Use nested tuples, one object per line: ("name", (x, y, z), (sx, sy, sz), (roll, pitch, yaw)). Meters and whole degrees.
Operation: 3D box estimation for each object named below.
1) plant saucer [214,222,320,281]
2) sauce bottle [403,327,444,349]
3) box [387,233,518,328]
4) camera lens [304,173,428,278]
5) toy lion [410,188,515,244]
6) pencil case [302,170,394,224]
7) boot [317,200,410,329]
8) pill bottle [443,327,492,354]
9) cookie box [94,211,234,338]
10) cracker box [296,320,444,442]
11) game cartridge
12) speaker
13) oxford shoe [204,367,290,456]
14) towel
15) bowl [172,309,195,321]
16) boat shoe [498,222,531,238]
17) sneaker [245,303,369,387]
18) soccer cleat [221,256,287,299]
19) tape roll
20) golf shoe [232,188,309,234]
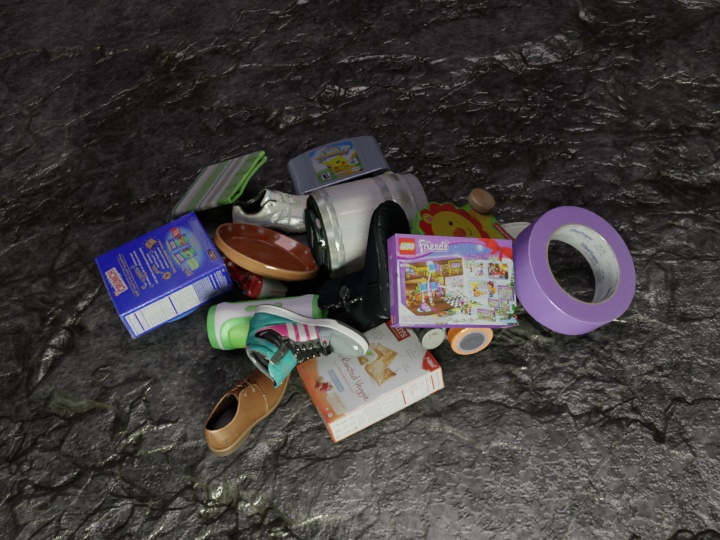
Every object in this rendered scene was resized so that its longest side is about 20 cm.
("plant saucer", (-0.169, -0.030, 1.467), (0.200, 0.032, 0.200), (20, 17, -6))
("sauce bottle", (0.075, 0.050, 1.314), (0.066, 0.066, 0.200), (-25, 40, -11))
("box", (0.141, 0.018, 1.237), (0.199, 0.039, 0.137), (2, 78, -19))
("camera lens", (0.010, -0.080, 1.426), (0.199, 0.160, 0.160), (-13, 46, -12))
("toy lion", (0.186, -0.041, 1.334), (0.200, 0.069, 0.192), (45, 46, 12))
("pencil case", (-0.010, -0.118, 1.544), (0.200, 0.083, 0.091), (-26, 66, -10))
("boot", (0.000, 0.000, 1.314), (0.168, 0.076, 0.201), (-20, 64, 40))
("pill bottle", (0.154, 0.043, 1.349), (0.106, 0.106, 0.200), (-17, 48, -4))
("cookie box", (-0.355, 0.005, 1.460), (0.200, 0.075, 0.171), (-27, 49, -12))
("cracker box", (0.015, 0.169, 1.296), (0.200, 0.058, 0.134), (-25, 45, -11))
("game cartridge", (-0.048, -0.214, 1.675), (0.199, 0.041, 0.134), (-18, 43, -5))
("speaker", (-0.156, 0.089, 1.387), (0.199, 0.089, 0.089), (-5, 47, 7))
("oxford shoe", (-0.178, 0.202, 1.302), (0.071, 0.071, 0.200), (17, 52, 27))
("towel", (-0.285, -0.169, 1.636), (0.200, 0.031, 0.149), (-7, 44, 43))
("bowl", (-0.369, 0.019, 1.530), (0.200, 0.039, 0.201), (-6, 47, 7))
("boat shoe", (0.219, -0.054, 1.455), (0.201, 0.060, 0.072), (0, 86, 15))
("sneaker", (-0.096, 0.130, 1.267), (0.199, 0.084, 0.121), (12, 55, 17))
("soccer cleat", (-0.198, 0.001, 1.497), (0.085, 0.069, 0.200), (13, 16, -31))
("tape roll", (0.342, 0.000, 1.306), (0.199, 0.066, 0.201), (8, 66, -19))
("golf shoe", (-0.153, -0.120, 1.571), (0.199, 0.097, 0.078), (-19, 46, -6))
